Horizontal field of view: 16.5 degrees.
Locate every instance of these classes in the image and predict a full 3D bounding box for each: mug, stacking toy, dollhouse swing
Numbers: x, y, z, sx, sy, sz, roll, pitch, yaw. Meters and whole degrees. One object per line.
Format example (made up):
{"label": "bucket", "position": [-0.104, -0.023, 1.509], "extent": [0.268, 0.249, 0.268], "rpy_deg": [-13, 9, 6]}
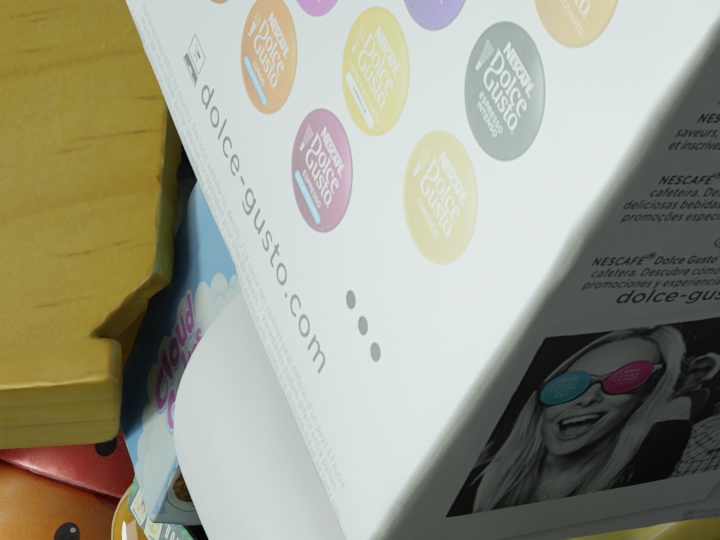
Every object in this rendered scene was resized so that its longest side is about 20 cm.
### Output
{"label": "mug", "position": [0.034, 0.074, 0.744], "extent": [0.153, 0.149, 0.187], "rpy_deg": [-107, 37, -50]}
{"label": "stacking toy", "position": [-0.097, 0.057, 1.041], "extent": [0.146, 0.146, 0.201], "rpy_deg": [11, 87, 59]}
{"label": "dollhouse swing", "position": [-0.125, -0.020, 0.961], "extent": [0.181, 0.176, 0.201], "rpy_deg": [-5, 68, 18]}

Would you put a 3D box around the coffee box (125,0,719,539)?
{"label": "coffee box", "position": [0.084, -0.071, 0.627], "extent": [0.198, 0.199, 0.200], "rpy_deg": [-59, 44, 42]}

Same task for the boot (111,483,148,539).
{"label": "boot", "position": [-0.043, 0.177, 0.905], "extent": [0.144, 0.071, 0.202], "rpy_deg": [-63, -50, -82]}

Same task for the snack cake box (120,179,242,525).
{"label": "snack cake box", "position": [0.000, 0.000, 0.852], "extent": [0.067, 0.114, 0.200], "rpy_deg": [-112, 34, -42]}

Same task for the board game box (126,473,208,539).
{"label": "board game box", "position": [-0.001, 0.128, 0.863], "extent": [0.200, 0.104, 0.024], "rpy_deg": [47, 119, 55]}
